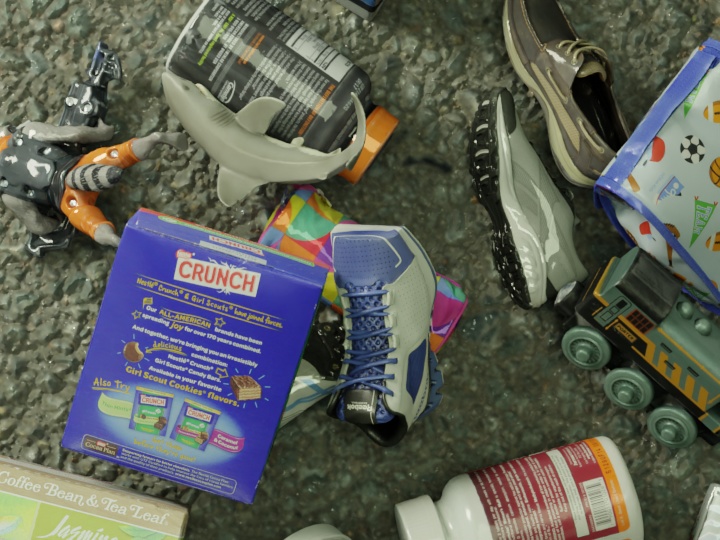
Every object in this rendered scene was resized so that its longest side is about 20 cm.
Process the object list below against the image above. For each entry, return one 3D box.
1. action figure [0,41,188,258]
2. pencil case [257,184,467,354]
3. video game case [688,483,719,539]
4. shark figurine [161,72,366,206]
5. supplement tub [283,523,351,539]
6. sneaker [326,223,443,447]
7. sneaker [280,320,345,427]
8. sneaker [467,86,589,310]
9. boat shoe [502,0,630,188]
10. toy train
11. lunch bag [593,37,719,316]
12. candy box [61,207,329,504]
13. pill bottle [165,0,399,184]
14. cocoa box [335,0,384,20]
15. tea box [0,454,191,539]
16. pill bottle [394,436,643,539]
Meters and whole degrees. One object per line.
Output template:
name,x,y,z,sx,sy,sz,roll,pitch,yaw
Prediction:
action figure,-0.247,-0.107,1.540,0.193,0.105,0.200,11,87,30
pencil case,0.000,0.000,1.579,0.200,0.088,0.088,35,83,-2
video game case,0.377,0.313,1.608,0.200,0.023,0.182,22,83,-2
shark figurine,-0.077,-0.088,1.506,0.214,0.128,0.090,15,52,30
supplement tub,0.002,0.321,1.486,0.145,0.145,0.200,-46,58,-7
sneaker,0.018,0.067,1.491,0.080,0.115,0.200,-1,119,21
sneaker,-0.073,0.104,1.579,0.200,0.073,0.072,-23,61,-18
sneaker,0.151,-0.069,1.607,0.079,0.074,0.200,-16,92,-15
boat shoe,0.195,-0.176,1.601,0.074,0.073,0.200,-21,85,-37
toy train,0.265,0.071,1.565,0.200,0.114,0.085,42,45,-4
lunch bag,0.300,-0.083,1.555,0.170,0.124,0.200,-53,132,-7
candy box,-0.135,0.069,1.462,0.169,0.077,0.200,18,105,-4
pill bottle,-0.064,-0.160,1.575,0.200,0.106,0.106,36,83,0
cocoa box,0.011,-0.350,1.585,0.133,0.131,0.200,33,83,-1
tea box,-0.263,0.270,1.507,0.200,0.134,0.197,14,83,-3
pill bottle,0.137,0.221,1.555,0.200,0.110,0.110,-14,86,-6
